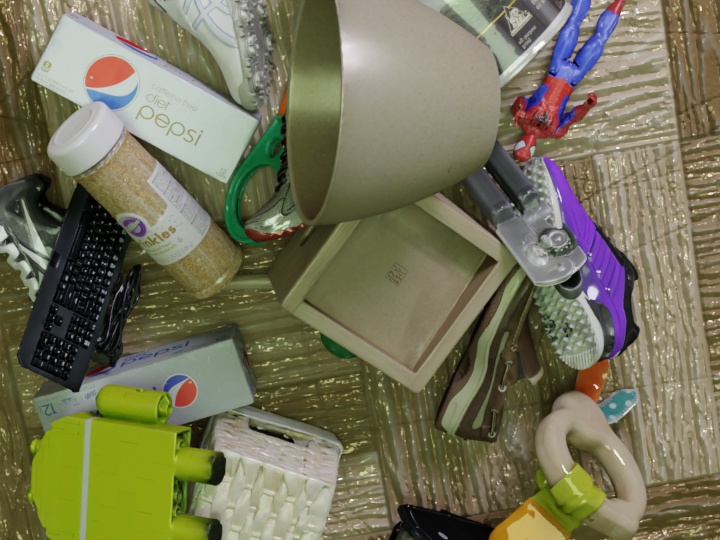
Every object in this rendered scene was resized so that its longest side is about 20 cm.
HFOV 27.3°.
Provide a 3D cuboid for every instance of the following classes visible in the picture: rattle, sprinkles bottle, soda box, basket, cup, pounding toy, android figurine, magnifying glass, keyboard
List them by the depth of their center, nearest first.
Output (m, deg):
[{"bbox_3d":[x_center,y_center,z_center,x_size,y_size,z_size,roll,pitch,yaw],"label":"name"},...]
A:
[{"bbox_3d":[0.029,-0.134,1.186,0.143,0.200,0.201,1,102,-14],"label":"cup"},{"bbox_3d":[-0.191,-0.061,1.334,0.068,0.068,0.200,-39,119,7],"label":"sprinkles bottle"},{"bbox_3d":[-0.217,0.195,1.339,0.200,0.041,0.183,4,95,22],"label":"android figurine"},{"bbox_3d":[-0.235,0.010,1.341,0.104,0.040,0.200,33,66,-45],"label":"keyboard"},{"bbox_3d":[-0.192,-0.158,1.346,0.200,0.064,0.068,28,100,-7],"label":"soda box"},{"bbox_3d":[0.000,0.000,1.360,0.184,0.142,0.200,34,98,-18],"label":"pounding toy"},{"bbox_3d":[-0.073,-0.119,1.361,0.022,0.080,0.200,16,94,-44],"label":"magnifying glass"},{"bbox_3d":[0.190,0.185,1.386,0.130,0.200,0.143,17,125,-13],"label":"rattle"},{"bbox_3d":[-0.108,0.245,1.400,0.135,0.123,0.200,18,100,-5],"label":"basket"},{"bbox_3d":[-0.202,0.115,1.402,0.200,0.063,0.068,-18,102,3],"label":"soda box"}]

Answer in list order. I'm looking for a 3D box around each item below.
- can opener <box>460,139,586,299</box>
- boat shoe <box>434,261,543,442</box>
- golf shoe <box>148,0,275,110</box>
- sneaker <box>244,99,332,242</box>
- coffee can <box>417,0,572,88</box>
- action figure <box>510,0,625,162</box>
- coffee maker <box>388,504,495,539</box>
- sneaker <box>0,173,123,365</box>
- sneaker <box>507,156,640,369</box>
[{"bbox_3d":[0.136,-0.052,1.332,0.053,0.200,0.067,-28,143,-6],"label":"can opener"},{"bbox_3d":[0.138,0.076,1.381,0.075,0.075,0.203,23,123,2],"label":"boat shoe"},{"bbox_3d":[-0.138,-0.237,1.335,0.097,0.078,0.200,-13,95,15],"label":"golf shoe"},{"bbox_3d":[-0.048,-0.107,1.305,0.082,0.078,0.200,42,63,-19],"label":"sneaker"},{"bbox_3d":[0.065,-0.252,1.288,0.146,0.146,0.200,-43,100,8],"label":"coffee can"},{"bbox_3d":[0.191,-0.184,1.332,0.065,0.099,0.200,26,103,-5],"label":"action figure"},{"bbox_3d":[0.085,0.350,1.419,0.192,0.135,0.200,23,101,-6],"label":"coffee maker"},{"bbox_3d":[-0.272,-0.006,1.375,0.090,0.066,0.200,-35,98,9],"label":"sneaker"},{"bbox_3d":[0.206,-0.011,1.384,0.099,0.070,0.201,-11,81,-35],"label":"sneaker"}]
